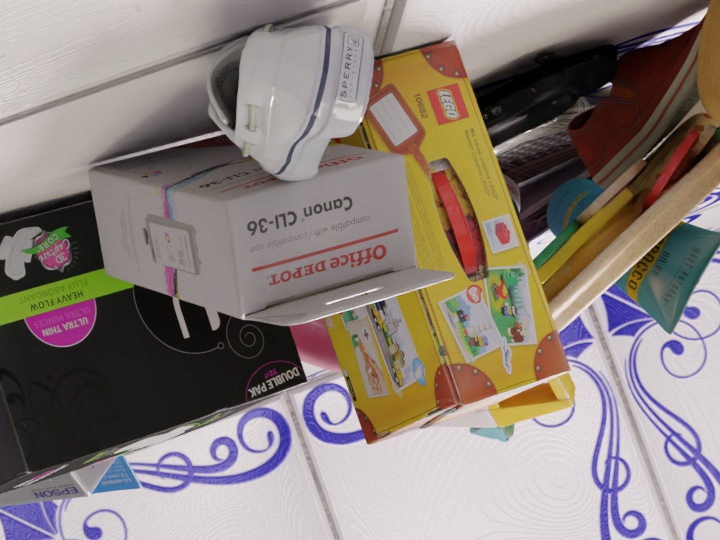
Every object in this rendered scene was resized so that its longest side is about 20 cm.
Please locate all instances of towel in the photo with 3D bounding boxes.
[{"bbox_3d":[0.103,-0.084,1.776,0.199,0.035,0.192,-22,174,24],"label":"towel"}]

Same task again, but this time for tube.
[{"bbox_3d":[0.197,-0.017,1.678,0.050,0.078,0.200,22,-173,-26],"label":"tube"}]

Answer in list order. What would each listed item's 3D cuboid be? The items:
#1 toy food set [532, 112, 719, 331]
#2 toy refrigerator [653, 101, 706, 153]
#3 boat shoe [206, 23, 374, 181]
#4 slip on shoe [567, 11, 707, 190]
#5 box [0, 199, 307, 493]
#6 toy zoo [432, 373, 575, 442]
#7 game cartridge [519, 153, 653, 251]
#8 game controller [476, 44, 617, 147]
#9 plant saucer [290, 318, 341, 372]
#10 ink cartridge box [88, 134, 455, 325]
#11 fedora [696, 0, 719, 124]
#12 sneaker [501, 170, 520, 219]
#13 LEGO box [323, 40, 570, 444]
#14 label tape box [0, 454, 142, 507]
[{"bbox_3d":[0.179,-0.035,1.548,0.200,0.049,0.198,-42,176,-2],"label":"toy food set"},{"bbox_3d":[0.304,-0.144,1.708,0.199,0.076,0.070,-24,173,26],"label":"toy refrigerator"},{"bbox_3d":[-0.042,-0.091,1.140,0.066,0.074,0.200,11,170,-10],"label":"boat shoe"},{"bbox_3d":[0.199,-0.127,1.592,0.074,0.061,0.200,-39,173,-35],"label":"slip on shoe"},{"bbox_3d":[-0.162,0.039,1.434,0.199,0.150,0.124,-17,175,-33],"label":"box"},{"bbox_3d":[0.073,0.059,1.691,0.130,0.021,0.200,-9,137,24],"label":"toy zoo"},{"bbox_3d":[0.161,-0.063,1.833,0.199,0.039,0.130,-33,-175,-8],"label":"game cartridge"},{"bbox_3d":[0.080,-0.102,1.566,0.199,0.042,0.104,-24,-173,37],"label":"game controller"},{"bbox_3d":[0.000,0.000,1.693,0.199,0.051,0.201,6,143,4],"label":"plant saucer"},{"bbox_3d":[-0.050,-0.027,1.271,0.116,0.068,0.199,-17,-162,-31],"label":"ink cartridge box"},{"bbox_3d":[0.263,-0.135,1.454,0.081,0.202,0.200,21,-164,28],"label":"fedora"},{"bbox_3d":[0.035,-0.015,1.516,0.199,0.122,0.083,17,149,-42],"label":"sneaker"},{"bbox_3d":[0.029,-0.012,1.374,0.077,0.201,0.149,-16,174,-24],"label":"LEGO box"},{"bbox_3d":[-0.254,0.118,1.587,0.142,0.066,0.201,-8,134,19],"label":"label tape box"}]
